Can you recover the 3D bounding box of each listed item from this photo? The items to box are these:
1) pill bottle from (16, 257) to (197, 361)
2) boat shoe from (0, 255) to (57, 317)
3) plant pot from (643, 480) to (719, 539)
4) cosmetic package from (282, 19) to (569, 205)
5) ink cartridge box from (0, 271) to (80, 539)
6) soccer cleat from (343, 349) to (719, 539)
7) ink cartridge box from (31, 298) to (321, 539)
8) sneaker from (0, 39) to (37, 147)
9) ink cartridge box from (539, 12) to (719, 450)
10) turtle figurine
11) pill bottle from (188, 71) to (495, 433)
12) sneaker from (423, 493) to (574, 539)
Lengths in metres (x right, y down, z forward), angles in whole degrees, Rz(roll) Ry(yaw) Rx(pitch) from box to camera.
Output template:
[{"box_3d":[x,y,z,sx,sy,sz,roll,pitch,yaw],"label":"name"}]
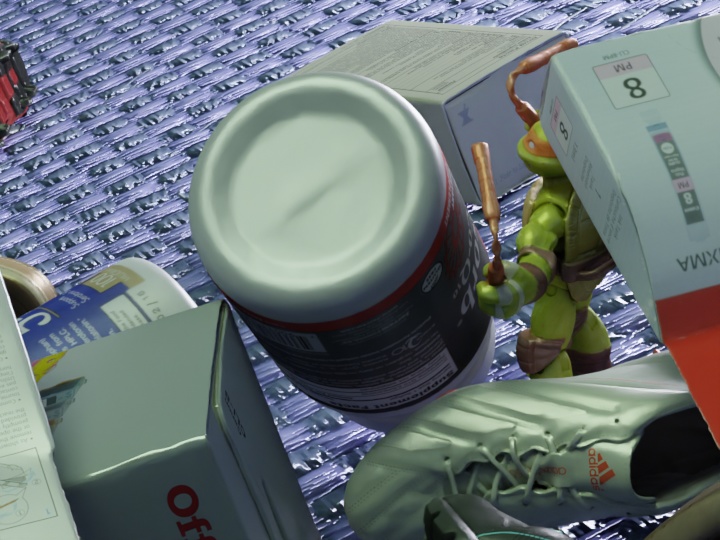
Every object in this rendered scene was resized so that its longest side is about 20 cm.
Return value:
[{"box_3d":[-0.165,0.090,1.180,0.199,0.120,0.119,-31,22,-24],"label":"pill bottle"},{"box_3d":[-0.249,0.012,1.525,0.199,0.072,0.064,0,30,47],"label":"boat shoe"},{"box_3d":[0.164,0.131,0.693,0.199,0.202,0.174,-13,5,20],"label":"plant pot"},{"box_3d":[0.046,-0.103,1.515,0.103,0.074,0.200,-30,23,-23],"label":"cosmetic package"},{"box_3d":[-0.196,0.079,0.913,0.160,0.050,0.201,-13,45,-13],"label":"ink cartridge box"},{"box_3d":[0.088,0.080,1.036,0.198,0.070,0.078,-18,24,3],"label":"soccer cleat"},{"box_3d":[-0.123,0.128,1.008,0.198,0.146,0.145,-18,21,7],"label":"ink cartridge box"},{"box_3d":[-0.331,-0.125,1.945,0.097,0.071,0.201,-16,19,13],"label":"sneaker"},{"box_3d":[0.186,-0.026,1.010,0.161,0.057,0.201,-14,51,-15],"label":"ink cartridge box"},{"box_3d":[0.094,-0.012,1.113,0.064,0.162,0.200,3,31,11],"label":"turtle figurine"},{"box_3d":[0.000,0.000,1.113,0.115,0.200,0.117,-5,68,12],"label":"pill bottle"},{"box_3d":[0.085,0.139,0.905,0.079,0.076,0.200,-17,28,-17],"label":"sneaker"}]
